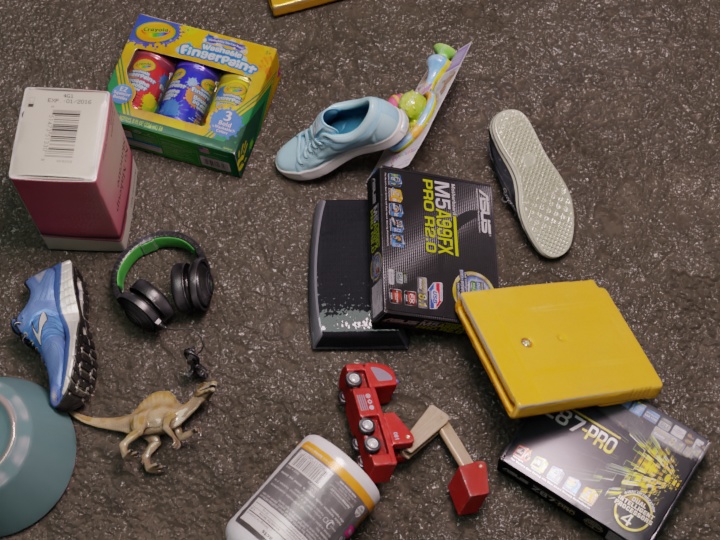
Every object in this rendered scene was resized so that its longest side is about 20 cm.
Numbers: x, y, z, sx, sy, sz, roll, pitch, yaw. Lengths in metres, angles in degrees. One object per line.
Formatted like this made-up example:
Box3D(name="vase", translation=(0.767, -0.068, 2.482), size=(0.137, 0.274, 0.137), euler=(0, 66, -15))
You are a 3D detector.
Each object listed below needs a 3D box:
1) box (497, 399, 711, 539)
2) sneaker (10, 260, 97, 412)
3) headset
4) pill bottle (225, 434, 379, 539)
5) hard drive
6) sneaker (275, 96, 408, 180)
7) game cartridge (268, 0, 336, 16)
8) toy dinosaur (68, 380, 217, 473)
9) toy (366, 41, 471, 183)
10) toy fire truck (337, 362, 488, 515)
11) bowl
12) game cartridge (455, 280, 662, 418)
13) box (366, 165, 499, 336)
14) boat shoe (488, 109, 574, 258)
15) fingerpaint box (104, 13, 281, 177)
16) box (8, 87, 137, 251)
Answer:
Box3D(name="box", translation=(0.287, 0.220, 1.617), size=(0.200, 0.049, 0.161), euler=(32, 67, 15))
Box3D(name="sneaker", translation=(-0.380, 0.087, 1.692), size=(0.089, 0.079, 0.201), euler=(-15, 58, 4))
Box3D(name="headset", translation=(-0.236, 0.042, 1.715), size=(0.123, 0.094, 0.200), euler=(-25, 52, -4))
Box3D(name="pill bottle", translation=(-0.081, 0.295, 1.561), size=(0.116, 0.116, 0.200), euler=(38, 74, 17))
Box3D(name="hard drive", translation=(0.000, 0.000, 1.726), size=(0.134, 0.042, 0.201), euler=(0, 66, 2))
Box3D(name="sneaker", translation=(-0.041, -0.179, 1.744), size=(0.200, 0.082, 0.074), euler=(-21, 56, 30))
Box3D(name="game cartridge", translation=(-0.049, -0.457, 1.937), size=(0.199, 0.032, 0.177), euler=(-14, 67, -7))
Box3D(name="toy dinosaur", translation=(-0.260, 0.190, 1.657), size=(0.199, 0.058, 0.101), euler=(-13, 49, 10))
Box3D(name="toy", translation=(0.064, -0.215, 1.778), size=(0.047, 0.115, 0.200), euler=(37, 68, -16))
Box3D(name="toy fire truck", translation=(0.061, 0.196, 1.626), size=(0.141, 0.049, 0.200), euler=(-3, 53, -19))
Box3D(name="bowl", translation=(-0.447, 0.207, 1.615), size=(0.200, 0.105, 0.201), euler=(-2, 69, 4))
Box3D(name="game cartridge", translation=(0.234, 0.090, 1.625), size=(0.199, 0.032, 0.177), euler=(-4, 48, -24))
Box3D(name="box", translation=(0.091, -0.023, 1.701), size=(0.160, 0.044, 0.201), euler=(9, 65, -20))
Box3D(name="boat shoe", translation=(0.218, -0.109, 1.758), size=(0.074, 0.062, 0.201), euler=(-21, 82, -12))
Box3D(name="fingerpaint box", translation=(-0.227, -0.235, 1.820), size=(0.199, 0.073, 0.167), euler=(16, 68, 9))
Box3D(name="box", translation=(-0.353, -0.122, 1.706), size=(0.109, 0.200, 0.128), euler=(3, 67, 3))
